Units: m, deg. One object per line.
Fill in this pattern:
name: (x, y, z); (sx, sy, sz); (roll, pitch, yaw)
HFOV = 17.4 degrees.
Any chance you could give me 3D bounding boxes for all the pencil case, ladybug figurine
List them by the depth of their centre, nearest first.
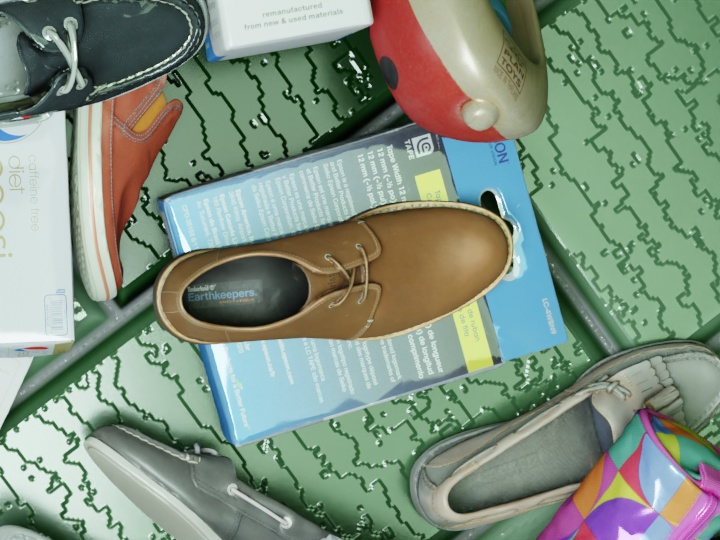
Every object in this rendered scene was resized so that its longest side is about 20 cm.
ladybug figurine: (0.047, -0.140, 1.272); (0.072, 0.201, 0.136); (-26, 126, 18)
pencil case: (0.133, 0.174, 1.311); (0.088, 0.088, 0.201); (32, 105, -8)

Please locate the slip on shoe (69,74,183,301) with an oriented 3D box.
slip on shoe: (-0.128, -0.083, 1.297); (0.061, 0.074, 0.202); (6, 86, -11)

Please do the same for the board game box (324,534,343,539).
board game box: (-0.013, 0.244, 1.278); (0.134, 0.034, 0.200); (23, 117, -25)

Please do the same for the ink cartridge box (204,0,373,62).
ink cartridge box: (-0.056, -0.220, 1.262); (0.084, 0.146, 0.202); (-10, 93, -6)

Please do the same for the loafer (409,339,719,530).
loafer: (0.126, 0.100, 1.341); (0.199, 0.063, 0.072); (-23, 96, -7)

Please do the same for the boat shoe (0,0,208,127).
boat shoe: (-0.174, -0.107, 1.207); (0.198, 0.060, 0.076); (-14, 112, -4)

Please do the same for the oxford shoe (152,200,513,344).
oxford shoe: (-0.009, 0.007, 1.252); (0.198, 0.071, 0.072); (-12, 92, -10)

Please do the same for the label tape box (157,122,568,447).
label tape box: (0.000, 0.000, 1.320); (0.199, 0.066, 0.144); (-17, 94, -10)

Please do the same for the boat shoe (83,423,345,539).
boat shoe: (-0.065, 0.138, 1.319); (0.200, 0.067, 0.057); (39, 71, -12)

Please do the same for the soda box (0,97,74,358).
soda box: (-0.190, -0.055, 1.274); (0.063, 0.068, 0.202); (-2, 83, -8)

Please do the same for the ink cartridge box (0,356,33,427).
ink cartridge box: (-0.267, 0.069, 1.294); (0.145, 0.048, 0.201); (26, 67, -9)

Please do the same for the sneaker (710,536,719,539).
sneaker: (0.274, 0.195, 1.337); (0.198, 0.073, 0.113); (1, 91, 12)

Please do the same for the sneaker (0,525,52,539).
sneaker: (-0.160, 0.222, 1.313); (0.200, 0.074, 0.118); (34, 123, -27)
